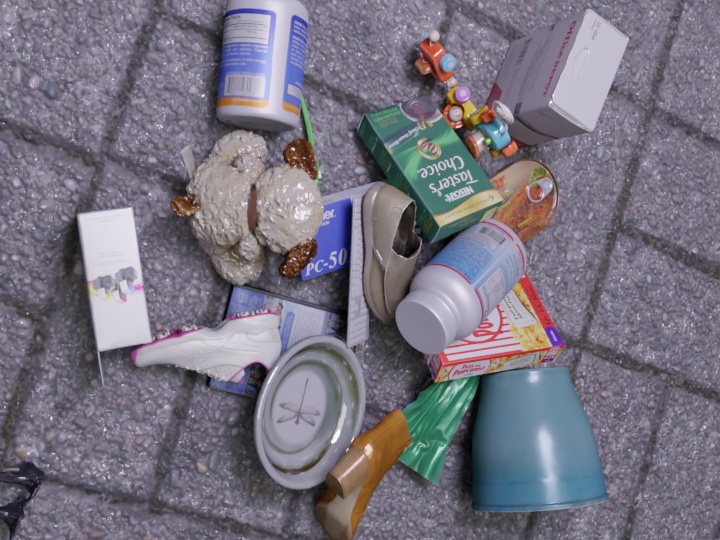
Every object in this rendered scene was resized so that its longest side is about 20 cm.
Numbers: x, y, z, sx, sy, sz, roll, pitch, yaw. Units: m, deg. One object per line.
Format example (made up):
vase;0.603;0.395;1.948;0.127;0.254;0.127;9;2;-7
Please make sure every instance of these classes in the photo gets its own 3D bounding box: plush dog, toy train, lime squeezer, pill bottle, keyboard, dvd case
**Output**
plush dog;-0.126;-0.081;0.998;0.168;0.160;0.205;1;91;16
toy train;0.138;-0.233;1.119;0.055;0.201;0.151;-35;148;0
lime squeezer;-0.084;-0.139;1.112;0.069;0.038;0.204;17;86;11
pill bottle;-0.125;-0.291;1.043;0.110;0.112;0.205;6;89;-21
keyboard;0.000;0.000;1.085;0.010;0.056;0.205;7;102;23
pill bottle;0.135;0.022;1.087;0.199;0.108;0.110;-40;106;-38
dvd case;-0.102;0.111;1.116;0.196;0.017;0.146;16;86;-20

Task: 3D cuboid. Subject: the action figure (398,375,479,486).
action figure;0.117;0.197;1.185;0.117;0.055;0.202;36;82;-17

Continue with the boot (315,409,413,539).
boot;0.011;0.288;1.109;0.070;0.204;0.143;37;53;26

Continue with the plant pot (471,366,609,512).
plant pot;0.249;0.242;1.175;0.196;0.200;0.193;-2;78;-21

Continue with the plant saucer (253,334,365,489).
plant saucer;-0.075;0.184;1.072;0.198;0.050;0.205;-10;104;-46

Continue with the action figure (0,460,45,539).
action figure;-0.475;0.234;0.934;0.198;0.102;0.120;31;93;-21

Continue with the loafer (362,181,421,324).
loafer;0.046;-0.016;1.080;0.075;0.067;0.204;-35;126;-43

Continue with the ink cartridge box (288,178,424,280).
ink cartridge box;-0.008;-0.062;1.115;0.196;0.044;0.096;-18;111;-24

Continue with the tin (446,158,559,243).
tin;0.214;-0.091;1.221;0.198;0.042;0.114;-31;106;-17

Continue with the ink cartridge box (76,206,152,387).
ink cartridge box;-0.300;0.029;0.985;0.066;0.115;0.205;-8;95;-19

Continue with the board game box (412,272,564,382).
board game box;0.173;0.073;1.160;0.196;0.047;0.153;-7;52;-21

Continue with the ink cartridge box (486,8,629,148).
ink cartridge box;0.270;-0.265;1.148;0.082;0.199;0.149;26;83;-19

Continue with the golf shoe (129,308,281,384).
golf shoe;-0.195;0.109;1.038;0.195;0.075;0.094;-12;93;-6

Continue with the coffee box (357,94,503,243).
coffee box;0.096;-0.145;1.111;0.121;0.044;0.202;-20;68;-28
